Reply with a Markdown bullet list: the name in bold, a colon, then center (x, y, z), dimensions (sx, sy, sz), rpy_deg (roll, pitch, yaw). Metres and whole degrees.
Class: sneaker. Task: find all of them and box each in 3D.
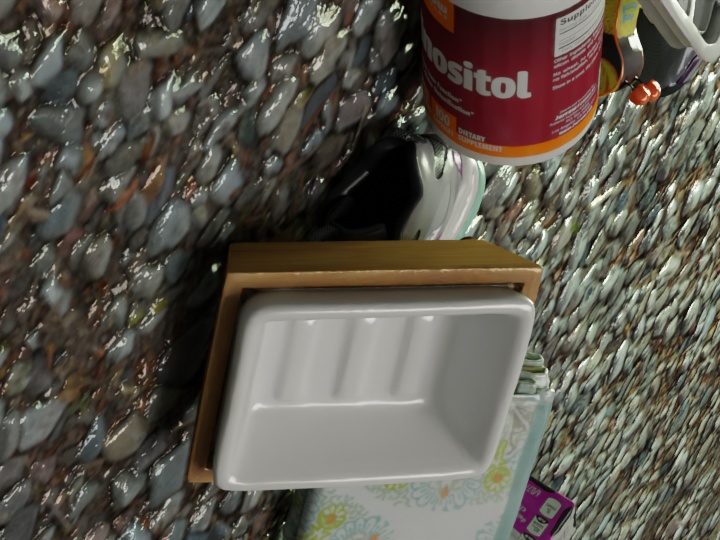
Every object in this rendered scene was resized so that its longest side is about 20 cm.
- **sneaker**: center (0.000, 0.000, 1.378), dimensions (0.140, 0.078, 0.200), rpy_deg (8, 101, -64)
- **sneaker**: center (0.223, -0.228, 1.579), dimensions (0.088, 0.074, 0.200), rpy_deg (6, 103, -50)

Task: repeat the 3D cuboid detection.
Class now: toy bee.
- **toy bee**: center (0.164, -0.164, 1.464), dimensions (0.131, 0.109, 0.200), rpy_deg (-43, 152, -38)

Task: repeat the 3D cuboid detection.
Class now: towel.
- **towel**: center (0.038, 0.145, 1.554), dimensions (0.171, 0.048, 0.200), rpy_deg (3, 120, -23)

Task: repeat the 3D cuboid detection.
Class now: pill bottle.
- **pill bottle**: center (0.092, -0.166, 1.308), dimensions (0.113, 0.113, 0.200), rpy_deg (-46, 153, -28)

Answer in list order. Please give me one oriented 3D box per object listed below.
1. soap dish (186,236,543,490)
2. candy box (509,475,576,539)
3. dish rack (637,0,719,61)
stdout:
- **soap dish**: center (-0.003, 0.053, 1.317), dimensions (0.200, 0.081, 0.157), rpy_deg (-1, 126, -20)
- **candy box**: center (0.057, 0.232, 1.673), dimensions (0.200, 0.136, 0.061), rpy_deg (-52, 159, -18)
- **dish rack**: center (0.201, -0.253, 1.409), dimensions (0.172, 0.044, 0.200), rpy_deg (44, 54, -46)
